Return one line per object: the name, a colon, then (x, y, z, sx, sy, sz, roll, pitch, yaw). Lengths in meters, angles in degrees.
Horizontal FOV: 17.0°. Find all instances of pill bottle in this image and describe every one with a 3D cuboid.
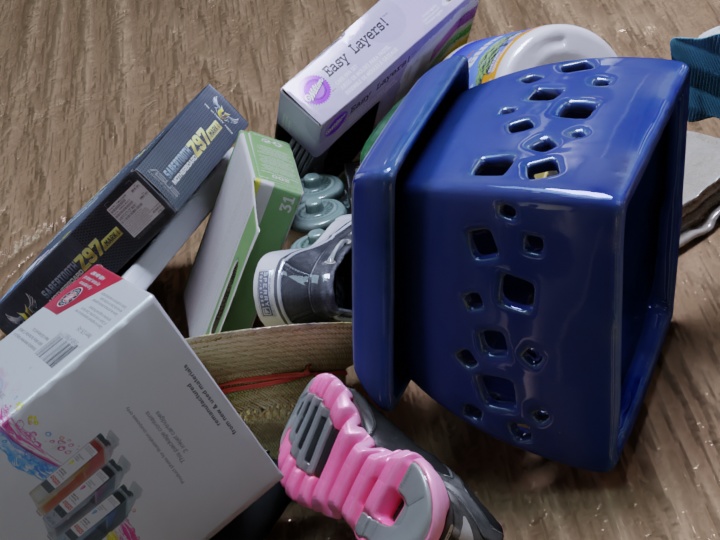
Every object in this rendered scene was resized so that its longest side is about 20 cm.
pill bottle: (0.116, -0.126, 1.846, 0.112, 0.113, 0.200, -32, 11, -18)

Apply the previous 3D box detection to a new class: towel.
towel: (0.185, -0.038, 1.729, 0.199, 0.035, 0.132, -34, 25, -19)

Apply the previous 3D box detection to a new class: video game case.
video game case: (-0.184, 0.004, 1.892, 0.182, 0.023, 0.200, -38, 11, 41)

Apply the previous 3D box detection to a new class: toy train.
toy train: (0.005, -0.022, 1.804, 0.113, 0.086, 0.200, -12, 26, 2)

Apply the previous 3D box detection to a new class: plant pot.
plant pot: (0.097, -0.016, 1.502, 0.178, 0.202, 0.200, 8, 32, 15)

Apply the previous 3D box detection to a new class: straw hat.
straw hat: (-0.053, 0.091, 1.602, 0.199, 0.086, 0.201, -6, -8, -1)

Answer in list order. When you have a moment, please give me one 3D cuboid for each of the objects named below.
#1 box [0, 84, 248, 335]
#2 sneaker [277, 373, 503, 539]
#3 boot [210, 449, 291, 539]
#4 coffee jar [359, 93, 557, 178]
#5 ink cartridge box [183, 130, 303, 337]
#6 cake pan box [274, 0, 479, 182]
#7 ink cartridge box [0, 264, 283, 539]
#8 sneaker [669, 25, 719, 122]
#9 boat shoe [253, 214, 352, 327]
box: (-0.186, -0.040, 1.855, 0.200, 0.051, 0.158, -41, 8, 33)
sneaker: (0.020, 0.131, 1.475, 0.079, 0.095, 0.200, -63, 34, 10)
boot: (-0.084, 0.175, 1.495, 0.197, 0.074, 0.163, -9, 28, 37)
coffee jar: (0.104, -0.067, 1.685, 0.199, 0.086, 0.104, 10, 46, 35)
ink cartridge box: (-0.086, -0.001, 1.768, 0.048, 0.147, 0.200, 16, 21, -15)
cake pan box: (0.006, -0.141, 1.916, 0.052, 0.185, 0.200, 41, 66, 15)
ink cartridge box: (-0.179, 0.120, 1.451, 0.200, 0.145, 0.145, -38, 19, -10)
sneaker: (0.256, -0.122, 1.481, 0.080, 0.077, 0.200, -14, 16, -8)
boat shoe: (0.000, 0.000, 1.615, 0.067, 0.072, 0.200, -5, 4, 25)
